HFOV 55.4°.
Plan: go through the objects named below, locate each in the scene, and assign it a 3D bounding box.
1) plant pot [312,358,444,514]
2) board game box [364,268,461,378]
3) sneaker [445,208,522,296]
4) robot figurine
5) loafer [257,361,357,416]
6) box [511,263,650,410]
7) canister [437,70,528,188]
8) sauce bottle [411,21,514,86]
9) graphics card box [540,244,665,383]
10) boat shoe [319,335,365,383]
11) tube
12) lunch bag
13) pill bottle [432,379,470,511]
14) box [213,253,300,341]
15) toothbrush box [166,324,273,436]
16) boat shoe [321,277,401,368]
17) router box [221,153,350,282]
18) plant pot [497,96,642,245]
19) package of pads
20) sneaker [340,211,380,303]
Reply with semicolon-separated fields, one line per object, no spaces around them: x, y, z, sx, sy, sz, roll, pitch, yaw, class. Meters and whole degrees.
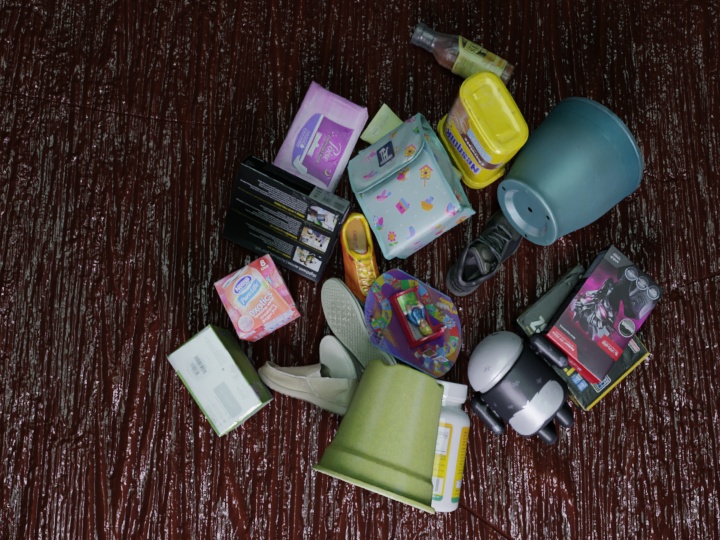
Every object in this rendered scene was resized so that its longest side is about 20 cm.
0.046;0.247;1.060;0.195;0.201;0.189;19;73;0;plant pot
0.102;0.081;1.177;0.196;0.039;0.161;29;57;-16;board game box
0.234;-0.042;1.208;0.076;0.114;0.199;45;81;2;sneaker
0.274;0.198;1.175;0.200;0.125;0.150;43;66;3;robot figurine
-0.083;0.189;1.169;0.195;0.076;0.070;17;83;19;loafer
0.390;0.119;1.226;0.158;0.049;0.202;-37;86;-4;box
0.208;-0.239;1.186;0.085;0.200;0.151;-29;84;-6;canister
0.188;-0.396;1.273;0.196;0.066;0.067;28;82;0;sauce bottle
0.416;0.075;1.184;0.125;0.051;0.201;39;82;3;graphics card box
-0.004;0.202;1.194;0.060;0.072;0.205;-16;72;-49;boat shoe
0.096;-0.215;1.258;0.199;0.052;0.058;40;49;7;tube
0.080;-0.148;1.192;0.168;0.121;0.204;-31;79;24;lunch bag
0.126;0.290;1.161;0.109;0.113;0.207;10;83;-1;pill bottle
-0.164;0.050;1.136;0.101;0.200;0.097;-27;84;-5;box
-0.221;0.177;1.118;0.085;0.200;0.147;-35;85;-5;toothbrush box
0.002;0.099;1.187;0.074;0.062;0.202;-42;81;30;boat shoe
-0.132;-0.089;1.191;0.196;0.051;0.152;26;122;2;router box
0.339;-0.154;1.168;0.187;0.200;0.201;-39;85;-15;plant pot
-0.075;-0.223;1.237;0.118;0.076;0.205;24;83;2;package of pads
0.000;0.000;1.209;0.071;0.077;0.206;-16;94;-5;sneaker
